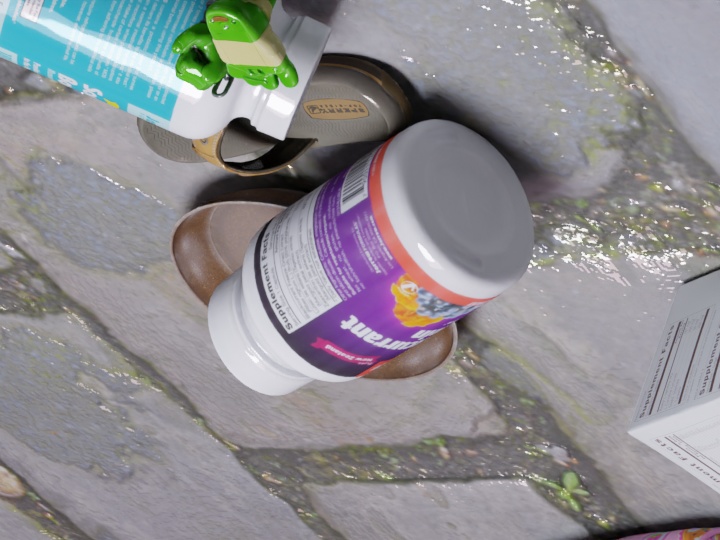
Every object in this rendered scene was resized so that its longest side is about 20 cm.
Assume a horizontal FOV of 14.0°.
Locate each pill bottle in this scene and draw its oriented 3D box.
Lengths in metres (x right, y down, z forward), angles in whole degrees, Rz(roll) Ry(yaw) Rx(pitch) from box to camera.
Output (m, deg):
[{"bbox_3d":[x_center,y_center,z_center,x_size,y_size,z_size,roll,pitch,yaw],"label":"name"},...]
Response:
[{"bbox_3d":[-0.120,-0.144,1.646,0.200,0.111,0.111,24,152,0],"label":"pill bottle"},{"bbox_3d":[0.000,0.000,1.760,0.111,0.112,0.200,36,136,-23],"label":"pill bottle"}]

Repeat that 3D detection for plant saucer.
[{"bbox_3d":[-0.026,0.005,1.914,0.200,0.032,0.200,18,152,10],"label":"plant saucer"}]

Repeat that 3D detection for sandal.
[{"bbox_3d":[-0.059,-0.084,1.761,0.200,0.055,0.082,1,144,35],"label":"sandal"}]

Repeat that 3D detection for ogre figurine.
[{"bbox_3d":[-0.035,-0.178,1.516,0.098,0.120,0.200,18,151,7],"label":"ogre figurine"}]

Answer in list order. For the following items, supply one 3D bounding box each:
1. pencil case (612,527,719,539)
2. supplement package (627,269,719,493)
[{"bbox_3d":[0.198,0.230,2.080,0.087,0.088,0.200,39,149,-27],"label":"pencil case"},{"bbox_3d":[0.267,0.055,1.702,0.114,0.110,0.200,34,149,-20],"label":"supplement package"}]
